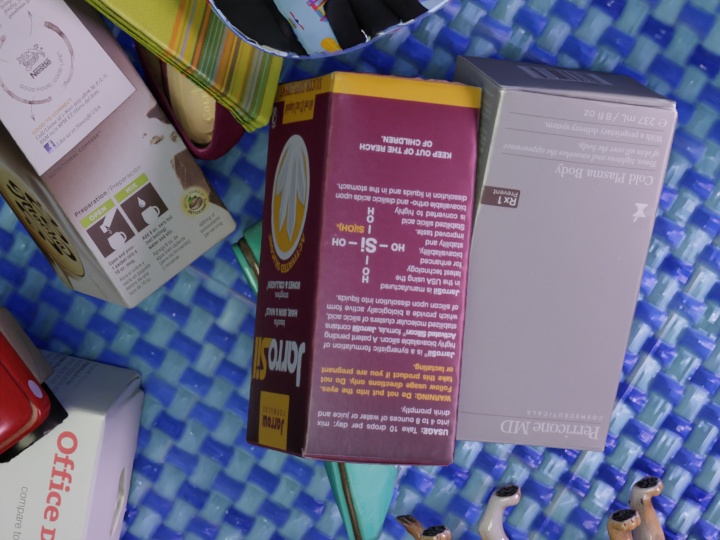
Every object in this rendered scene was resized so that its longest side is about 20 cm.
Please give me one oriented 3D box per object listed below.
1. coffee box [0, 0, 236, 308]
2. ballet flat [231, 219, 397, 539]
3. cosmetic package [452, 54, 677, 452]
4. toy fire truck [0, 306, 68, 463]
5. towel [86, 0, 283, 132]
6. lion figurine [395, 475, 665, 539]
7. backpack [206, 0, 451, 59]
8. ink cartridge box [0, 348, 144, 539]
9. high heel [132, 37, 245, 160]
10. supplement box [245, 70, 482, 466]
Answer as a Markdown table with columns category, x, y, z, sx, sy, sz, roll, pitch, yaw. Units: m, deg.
| category | x | y | z | sx | sy | sz | roll | pitch | yaw |
| --- | --- | --- | --- | --- | --- | --- | --- | --- | --- |
| coffee box | -0.166 | -0.086 | 1.404 | 0.080 | 0.113 | 0.200 | -39 | 111 | -16 |
| ballet flat | -0.006 | 0.059 | 1.474 | 0.070 | 0.067 | 0.200 | -22 | 103 | -3 |
| cosmetic package | 0.092 | -0.009 | 1.414 | 0.107 | 0.090 | 0.200 | 4 | 105 | -17 |
| toy fire truck | -0.270 | 0.089 | 1.365 | 0.176 | 0.200 | 0.129 | -35 | 95 | 14 |
| towel | -0.116 | -0.157 | 1.365 | 0.018 | 0.086 | 0.200 | -28 | 128 | 38 |
| lion figurine | 0.123 | 0.186 | 1.490 | 0.200 | 0.072 | 0.123 | -2 | 115 | 24 |
| backpack | -0.020 | -0.220 | 1.363 | 0.183 | 0.135 | 0.200 | -25 | 99 | 14 |
| ink cartridge box | -0.239 | 0.115 | 1.512 | 0.200 | 0.083 | 0.145 | 13 | 105 | 6 |
| high heel | -0.104 | -0.159 | 1.410 | 0.067 | 0.096 | 0.200 | -22 | 102 | 6 |
| supplement box | 0.000 | 0.000 | 1.386 | 0.086 | 0.110 | 0.200 | 5 | 88 | -18 |
